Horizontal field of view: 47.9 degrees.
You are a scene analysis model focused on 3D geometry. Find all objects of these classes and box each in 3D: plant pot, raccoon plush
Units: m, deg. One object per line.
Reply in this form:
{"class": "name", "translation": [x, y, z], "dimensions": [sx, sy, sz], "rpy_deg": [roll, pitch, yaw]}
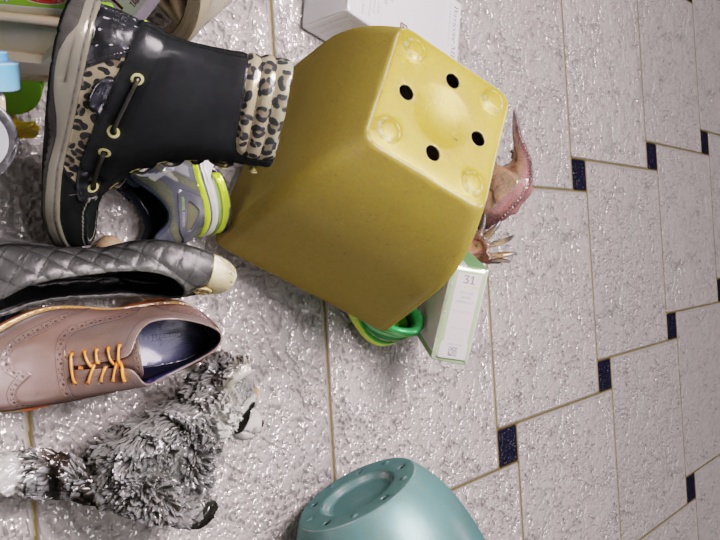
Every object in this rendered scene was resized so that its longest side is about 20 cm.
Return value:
{"class": "plant pot", "translation": [0.018, -0.092, 0.710], "dimensions": [0.192, 0.199, 0.198], "rpy_deg": [27, 63, -20]}
{"class": "plant pot", "translation": [0.029, 0.280, 0.772], "dimensions": [0.200, 0.199, 0.163], "rpy_deg": [-30, 98, -46]}
{"class": "raccoon plush", "translation": [-0.161, 0.114, 0.609], "dimensions": [0.199, 0.096, 0.136], "rpy_deg": [21, 83, -46]}

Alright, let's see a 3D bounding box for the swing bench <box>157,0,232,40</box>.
{"class": "swing bench", "translation": [-0.137, -0.319, 0.663], "dimensions": [0.201, 0.128, 0.200], "rpy_deg": [57, 47, -29]}

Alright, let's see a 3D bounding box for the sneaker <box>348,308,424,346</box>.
{"class": "sneaker", "translation": [0.000, 0.000, 0.831], "dimensions": [0.200, 0.083, 0.075], "rpy_deg": [46, 54, -31]}

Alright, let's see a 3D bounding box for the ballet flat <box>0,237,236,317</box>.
{"class": "ballet flat", "translation": [-0.187, 0.011, 0.600], "dimensions": [0.197, 0.067, 0.058], "rpy_deg": [0, 63, -28]}

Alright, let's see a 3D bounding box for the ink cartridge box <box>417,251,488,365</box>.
{"class": "ink cartridge box", "translation": [0.099, -0.021, 0.869], "dimensions": [0.047, 0.146, 0.203], "rpy_deg": [10, 103, -10]}

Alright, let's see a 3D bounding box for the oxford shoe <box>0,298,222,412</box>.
{"class": "oxford shoe", "translation": [-0.196, 0.059, 0.593], "dimensions": [0.198, 0.072, 0.073], "rpy_deg": [-16, 102, -35]}

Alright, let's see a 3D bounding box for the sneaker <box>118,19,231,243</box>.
{"class": "sneaker", "translation": [-0.172, -0.109, 0.652], "dimensions": [0.081, 0.073, 0.203], "rpy_deg": [-35, 112, -40]}

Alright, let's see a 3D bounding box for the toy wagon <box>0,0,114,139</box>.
{"class": "toy wagon", "translation": [-0.241, -0.180, 0.533], "dimensions": [0.152, 0.202, 0.040], "rpy_deg": [2, 45, -12]}

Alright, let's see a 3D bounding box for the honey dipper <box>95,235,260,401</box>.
{"class": "honey dipper", "translation": [-0.153, 0.048, 0.687], "dimensions": [0.201, 0.038, 0.038], "rpy_deg": [56, 49, -28]}

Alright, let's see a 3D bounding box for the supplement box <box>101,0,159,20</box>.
{"class": "supplement box", "translation": [-0.207, -0.266, 0.546], "dimensions": [0.200, 0.108, 0.061], "rpy_deg": [43, 42, -17]}

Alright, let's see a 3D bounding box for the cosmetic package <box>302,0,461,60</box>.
{"class": "cosmetic package", "translation": [0.029, -0.283, 0.897], "dimensions": [0.198, 0.073, 0.104], "rpy_deg": [14, 77, -47]}

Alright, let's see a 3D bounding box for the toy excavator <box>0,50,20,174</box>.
{"class": "toy excavator", "translation": [-0.296, -0.156, 0.454], "dimensions": [0.192, 0.100, 0.204], "rpy_deg": [-4, 105, -29]}

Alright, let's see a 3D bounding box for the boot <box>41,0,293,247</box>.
{"class": "boot", "translation": [-0.139, -0.082, 0.569], "dimensions": [0.151, 0.205, 0.074], "rpy_deg": [9, 45, -15]}

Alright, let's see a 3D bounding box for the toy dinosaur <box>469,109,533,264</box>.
{"class": "toy dinosaur", "translation": [0.165, -0.084, 0.986], "dimensions": [0.085, 0.201, 0.136], "rpy_deg": [21, 28, -21]}
